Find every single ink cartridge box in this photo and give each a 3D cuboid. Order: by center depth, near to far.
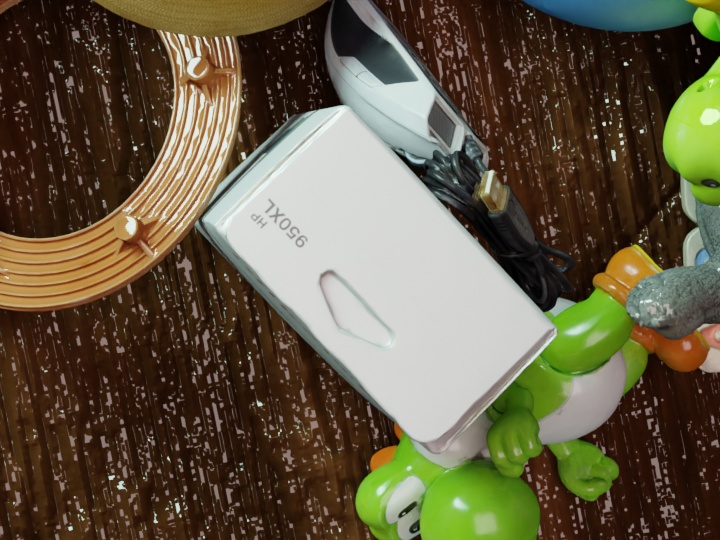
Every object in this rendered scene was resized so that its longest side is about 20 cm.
[{"bbox_3d":[0.000,0.000,0.997,0.084,0.200,0.145,-45,98,-3],"label":"ink cartridge box"}]

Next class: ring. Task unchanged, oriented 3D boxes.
[{"bbox_3d":[-0.152,-0.079,1.012,0.200,0.019,0.201,-5,74,19],"label":"ring"}]

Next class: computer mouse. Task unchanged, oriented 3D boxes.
[{"bbox_3d":[0.029,-0.067,1.021,0.044,0.200,0.110,-40,139,8],"label":"computer mouse"}]

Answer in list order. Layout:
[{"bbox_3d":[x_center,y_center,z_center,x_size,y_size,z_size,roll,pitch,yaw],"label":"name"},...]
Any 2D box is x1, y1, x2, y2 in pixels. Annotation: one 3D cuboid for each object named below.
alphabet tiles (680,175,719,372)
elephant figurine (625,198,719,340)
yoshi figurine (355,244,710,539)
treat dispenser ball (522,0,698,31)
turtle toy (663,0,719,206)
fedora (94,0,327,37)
[{"bbox_3d":[0.272,-0.010,1.128,0.195,0.015,0.200,-3,93,-7],"label":"alphabet tiles"},{"bbox_3d":[0.229,-0.042,1.041,0.200,0.155,0.142,12,115,-15],"label":"elephant figurine"},{"bbox_3d":[0.095,0.087,1.064,0.200,0.112,0.112,-39,104,-2],"label":"yoshi figurine"},{"bbox_3d":[0.131,-0.216,1.004,0.201,0.201,0.201,0,93,-8],"label":"treat dispenser ball"},{"bbox_3d":[0.212,-0.109,0.930,0.200,0.146,0.101,-39,62,33],"label":"turtle toy"},{"bbox_3d":[-0.078,-0.204,0.977,0.201,0.082,0.201,-5,100,-27],"label":"fedora"}]
